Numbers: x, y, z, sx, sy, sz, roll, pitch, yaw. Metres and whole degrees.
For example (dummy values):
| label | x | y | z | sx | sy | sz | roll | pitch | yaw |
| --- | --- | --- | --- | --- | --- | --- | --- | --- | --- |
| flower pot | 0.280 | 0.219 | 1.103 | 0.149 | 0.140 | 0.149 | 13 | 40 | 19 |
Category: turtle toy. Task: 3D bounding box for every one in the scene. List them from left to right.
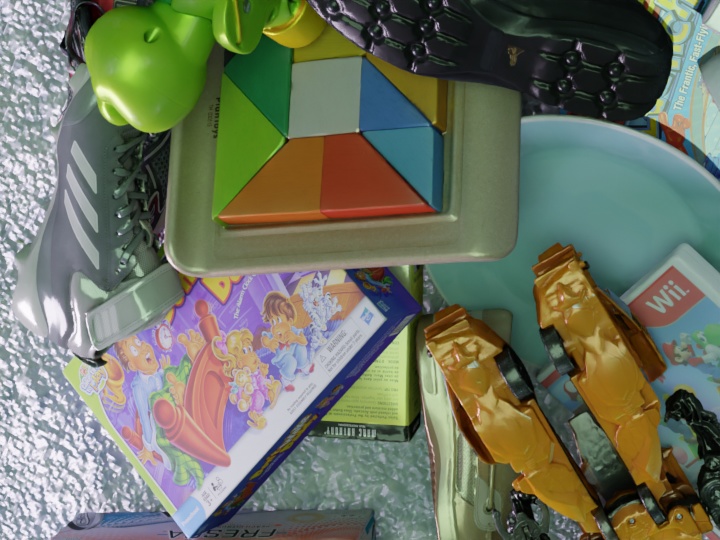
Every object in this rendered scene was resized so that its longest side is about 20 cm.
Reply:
| label | x | y | z | sx | sy | sz | roll | pitch | yaw |
| --- | --- | --- | --- | --- | --- | --- | --- | --- | --- |
| turtle toy | -0.088 | -0.170 | 0.924 | 0.100 | 0.146 | 0.202 | 5 | 78 | 30 |

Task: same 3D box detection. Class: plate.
| label | x | y | z | sx | sy | sz | roll | pitch | yaw |
| --- | --- | --- | --- | --- | --- | --- | --- | --- | --- |
| plate | 0.129 | -0.014 | 1.007 | 0.198 | 0.026 | 0.201 | 12 | 136 | 12 |

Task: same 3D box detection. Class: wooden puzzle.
| label | x | y | z | sx | sy | sz | roll | pitch | yaw |
| --- | --- | --- | --- | --- | --- | --- | --- | --- | --- |
| wooden puzzle | -0.012 | -0.093 | 0.964 | 0.198 | 0.037 | 0.187 | -2 | 75 | 19 |

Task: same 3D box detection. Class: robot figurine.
| label | x | y | z | sx | sy | sz | roll | pitch | yaw |
| --- | --- | --- | --- | --- | --- | --- | --- | --- | --- |
| robot figurine | 0.128 | 0.092 | 0.995 | 0.144 | 0.058 | 0.201 | -29 | 107 | 11 |

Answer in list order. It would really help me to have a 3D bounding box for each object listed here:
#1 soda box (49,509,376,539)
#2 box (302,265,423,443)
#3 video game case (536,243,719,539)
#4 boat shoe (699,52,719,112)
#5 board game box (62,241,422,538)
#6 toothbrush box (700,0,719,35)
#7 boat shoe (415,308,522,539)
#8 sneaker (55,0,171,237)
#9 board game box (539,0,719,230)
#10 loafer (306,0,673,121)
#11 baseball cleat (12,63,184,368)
| label | x | y | z | sx | sy | sz | roll | pitch | yaw |
| --- | --- | --- | --- | --- | --- | --- | --- | --- | --- |
| soda box | -0.089 | 0.188 | 1.095 | 0.198 | 0.068 | 0.064 | -1 | 98 | 10 |
| box | 0.000 | 0.000 | 1.060 | 0.075 | 0.050 | 0.202 | 1 | 100 | 11 |
| video game case | 0.214 | 0.092 | 1.011 | 0.200 | 0.017 | 0.143 | 43 | 135 | 0 |
| boat shoe | 0.262 | -0.047 | 0.931 | 0.066 | 0.072 | 0.200 | -40 | 92 | 21 |
| board game box | -0.075 | 0.042 | 1.044 | 0.135 | 0.045 | 0.200 | 49 | 118 | 16 |
| toothbrush box | 0.249 | -0.124 | 0.859 | 0.146 | 0.200 | 0.086 | 30 | 103 | 4 |
| boat shoe | 0.076 | 0.122 | 1.054 | 0.064 | 0.072 | 0.202 | -7 | 99 | 6 |
| sneaker | -0.150 | -0.110 | 1.058 | 0.080 | 0.075 | 0.202 | 2 | 100 | 10 |
| board game box | 0.224 | -0.119 | 0.996 | 0.194 | 0.056 | 0.202 | 18 | 102 | 7 |
| loafer | 0.065 | -0.134 | 0.914 | 0.199 | 0.071 | 0.068 | 18 | 128 | -1 |
| baseball cleat | -0.135 | -0.036 | 1.009 | 0.106 | 0.070 | 0.201 | 32 | 123 | 14 |
